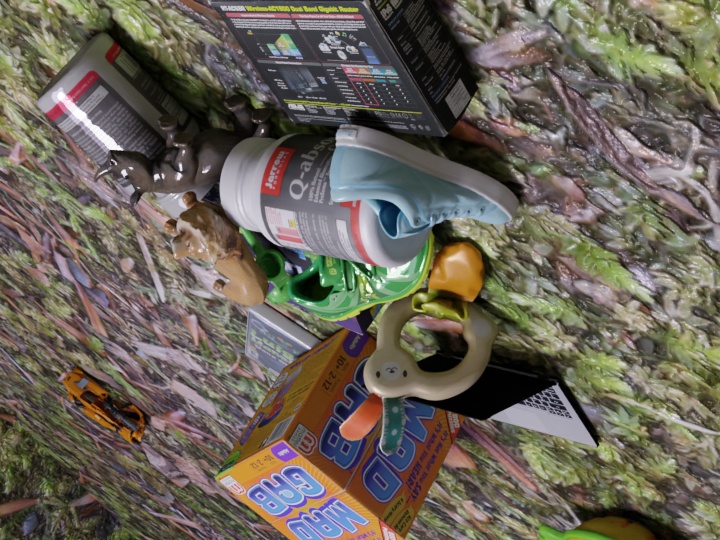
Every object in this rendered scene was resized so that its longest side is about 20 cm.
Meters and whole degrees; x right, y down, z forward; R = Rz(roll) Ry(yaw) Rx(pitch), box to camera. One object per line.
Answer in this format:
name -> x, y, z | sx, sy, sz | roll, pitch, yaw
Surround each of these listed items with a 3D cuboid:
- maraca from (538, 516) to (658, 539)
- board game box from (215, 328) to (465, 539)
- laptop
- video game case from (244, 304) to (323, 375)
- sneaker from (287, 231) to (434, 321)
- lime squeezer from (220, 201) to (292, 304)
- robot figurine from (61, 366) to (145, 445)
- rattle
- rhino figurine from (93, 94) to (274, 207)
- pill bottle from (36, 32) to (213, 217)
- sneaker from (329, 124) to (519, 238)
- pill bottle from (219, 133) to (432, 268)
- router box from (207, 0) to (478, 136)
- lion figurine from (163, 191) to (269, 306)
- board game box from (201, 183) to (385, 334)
maraca -> 0.310, 0.367, 1.690 | 0.137, 0.107, 0.199 | 46, 155, -25
board game box -> -0.027, 0.230, 1.733 | 0.200, 0.200, 0.200 | 40, 144, -11
laptop -> 0.140, 0.167, 1.538 | 0.187, 0.116, 0.200 | 11, 147, 45
video game case -> -0.076, 0.134, 1.888 | 0.199, 0.023, 0.182 | 33, 156, 8
sneaker -> 0.000, 0.000, 1.389 | 0.083, 0.075, 0.200 | 14, 146, -41
lime squeezer -> -0.105, -0.006, 1.525 | 0.071, 0.038, 0.200 | 59, 175, 37
robot figurine -> -0.518, 0.283, 2.731 | 0.199, 0.058, 0.145 | 32, 157, 10
rattle -> 0.059, 0.086, 1.379 | 0.130, 0.200, 0.143 | 49, 159, 2
rhino figurine -> -0.183, -0.118, 1.398 | 0.088, 0.199, 0.060 | 78, 175, -49
pill bottle -> -0.249, -0.155, 1.469 | 0.200, 0.111, 0.110 | 45, 155, -19
sneaker -> 0.052, -0.063, 1.199 | 0.199, 0.083, 0.074 | 19, 176, -28
pill bottle -> -0.035, -0.073, 1.308 | 0.199, 0.116, 0.116 | 11, 147, 36
router box -> -0.016, -0.194, 1.137 | 0.199, 0.062, 0.150 | 12, 148, 44
lion figurine -> -0.141, -0.013, 1.424 | 0.122, 0.073, 0.200 | 33, 173, 43
board game box -> -0.080, -0.022, 1.559 | 0.199, 0.057, 0.166 | 22, 152, 29
